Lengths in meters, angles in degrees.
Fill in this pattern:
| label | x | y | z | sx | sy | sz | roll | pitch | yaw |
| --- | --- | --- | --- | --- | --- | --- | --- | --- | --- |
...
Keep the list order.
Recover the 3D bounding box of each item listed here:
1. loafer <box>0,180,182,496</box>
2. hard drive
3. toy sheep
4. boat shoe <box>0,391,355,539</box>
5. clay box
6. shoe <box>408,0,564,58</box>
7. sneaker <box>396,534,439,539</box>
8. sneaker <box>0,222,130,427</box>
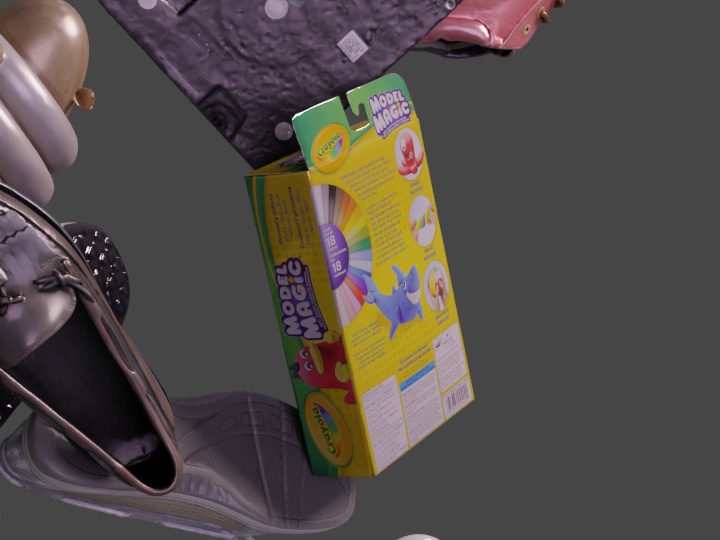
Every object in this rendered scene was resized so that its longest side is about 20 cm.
| label | x | y | z | sx | sy | sz | roll | pitch | yaw |
| --- | --- | --- | --- | --- | --- | --- | --- | --- | --- |
| loafer | -0.141 | 0.030 | 0.747 | 0.072 | 0.063 | 0.200 | -41 | 126 | -6 |
| hard drive | -0.027 | -0.167 | 0.895 | 0.200 | 0.038 | 0.140 | -43 | 109 | 2 |
| toy sheep | -0.212 | -0.060 | 0.779 | 0.200 | 0.138 | 0.138 | -38 | 107 | -9 |
| boat shoe | -0.094 | 0.106 | 0.882 | 0.202 | 0.065 | 0.075 | 11 | 64 | -33 |
| clay box | 0.000 | 0.000 | 0.901 | 0.115 | 0.048 | 0.200 | -30 | 112 | -52 |
| shoe | 0.100 | -0.174 | 0.987 | 0.200 | 0.071 | 0.091 | -3 | 91 | -23 |
| sneaker | 0.003 | 0.236 | 0.916 | 0.074 | 0.080 | 0.200 | 43 | 72 | -23 |
| sneaker | -0.198 | 0.035 | 0.816 | 0.200 | 0.083 | 0.072 | -44 | 123 | -49 |
